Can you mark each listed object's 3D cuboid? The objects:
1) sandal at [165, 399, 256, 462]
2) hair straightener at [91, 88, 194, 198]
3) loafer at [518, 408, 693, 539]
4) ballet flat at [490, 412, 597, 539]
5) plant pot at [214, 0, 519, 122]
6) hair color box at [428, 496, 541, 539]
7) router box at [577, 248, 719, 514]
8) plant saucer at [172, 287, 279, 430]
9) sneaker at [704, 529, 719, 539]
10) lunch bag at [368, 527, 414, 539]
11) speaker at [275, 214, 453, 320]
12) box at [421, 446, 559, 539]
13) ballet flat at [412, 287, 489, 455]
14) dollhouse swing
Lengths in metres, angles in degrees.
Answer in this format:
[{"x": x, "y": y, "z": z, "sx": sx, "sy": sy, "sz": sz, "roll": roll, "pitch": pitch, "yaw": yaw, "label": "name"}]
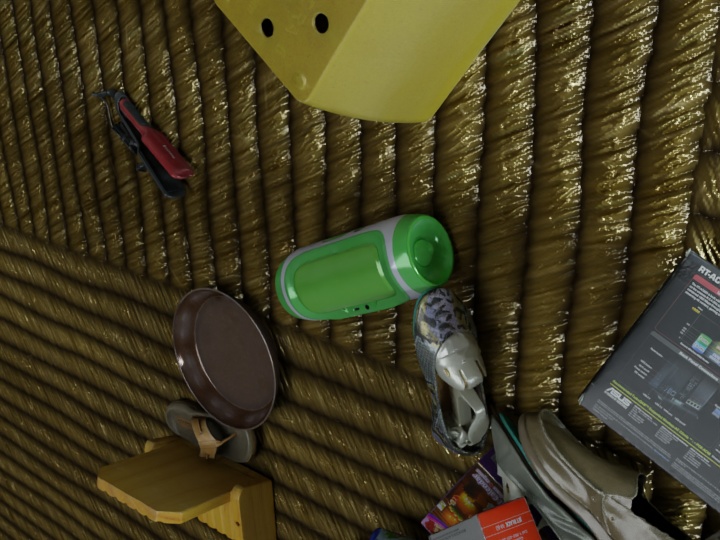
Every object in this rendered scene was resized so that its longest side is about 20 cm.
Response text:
[{"x": -0.223, "y": 0.235, "z": 1.179, "sx": 0.199, "sy": 0.054, "sz": 0.081, "roll": 7, "pitch": 112, "yaw": 39, "label": "sandal"}, {"x": -0.296, "y": -0.163, "z": 1.081, "sx": 0.200, "sy": 0.041, "sz": 0.077, "roll": 45, "pitch": 131, "yaw": 17, "label": "hair straightener"}, {"x": 0.229, "y": 0.203, "z": 0.766, "sx": 0.067, "sy": 0.076, "sz": 0.200, "roll": -48, "pitch": 70, "yaw": 20, "label": "loafer"}, {"x": 0.178, "y": 0.233, "z": 0.806, "sx": 0.064, "sy": 0.067, "sz": 0.200, "roll": -43, "pitch": 69, "yaw": 8, "label": "ballet flat"}, {"x": -0.004, "y": -0.249, "z": 0.701, "sx": 0.200, "sy": 0.176, "sz": 0.200, "roll": 51, "pitch": 132, "yaw": 12, "label": "plant pot"}, {"x": 0.143, "y": 0.330, "z": 0.772, "sx": 0.111, "sy": 0.064, "sz": 0.201, "roll": -52, "pitch": 54, "yaw": 55, "label": "hair color box"}, {"x": 0.293, "y": 0.102, "z": 0.631, "sx": 0.200, "sy": 0.062, "sz": 0.150, "roll": 39, "pitch": 102, "yaw": 21, "label": "router box"}, {"x": -0.175, "y": 0.114, "z": 1.098, "sx": 0.199, "sy": 0.034, "sz": 0.202, "roll": 17, "pitch": 118, "yaw": 35, "label": "plant saucer"}, {"x": 0.306, "y": 0.243, "z": 0.669, "sx": 0.201, "sy": 0.086, "sz": 0.075, "roll": -58, "pitch": 24, "yaw": 19, "label": "sneaker"}, {"x": 0.089, "y": 0.406, "z": 0.921, "sx": 0.200, "sy": 0.128, "sz": 0.170, "roll": 50, "pitch": 155, "yaw": -21, "label": "lunch bag"}, {"x": 0.000, "y": 0.000, "z": 0.866, "sx": 0.199, "sy": 0.088, "sz": 0.089, "roll": -15, "pitch": 98, "yaw": 43, "label": "speaker"}, {"x": 0.172, "y": 0.305, "z": 0.878, "sx": 0.200, "sy": 0.039, "sz": 0.137, "roll": 45, "pitch": 132, "yaw": 17, "label": "box"}, {"x": 0.100, "y": 0.109, "z": 0.818, "sx": 0.072, "sy": 0.072, "sz": 0.201, "roll": 16, "pitch": 132, "yaw": 35, "label": "ballet flat"}, {"x": -0.252, "y": 0.346, "z": 1.164, "sx": 0.199, "sy": 0.175, "sz": 0.183, "roll": 15, "pitch": 119, "yaw": 33, "label": "dollhouse swing"}]
